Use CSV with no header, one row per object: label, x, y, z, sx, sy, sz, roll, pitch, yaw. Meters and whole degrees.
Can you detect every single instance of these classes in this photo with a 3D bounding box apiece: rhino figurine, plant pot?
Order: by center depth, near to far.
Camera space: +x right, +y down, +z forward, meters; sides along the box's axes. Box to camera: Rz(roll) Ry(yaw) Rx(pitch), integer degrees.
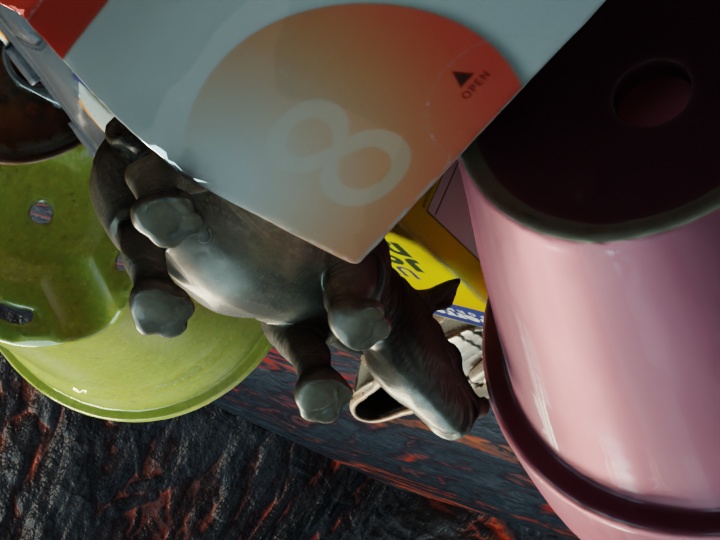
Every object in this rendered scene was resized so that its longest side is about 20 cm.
plant pot,0.121,-0.013,0.720,0.199,0.201,0.179,14,153,35
rhino figurine,-0.017,0.005,0.727,0.199,0.060,0.088,32,-156,-35
plant pot,-0.141,-0.022,1.069,0.199,0.202,0.184,19,179,9

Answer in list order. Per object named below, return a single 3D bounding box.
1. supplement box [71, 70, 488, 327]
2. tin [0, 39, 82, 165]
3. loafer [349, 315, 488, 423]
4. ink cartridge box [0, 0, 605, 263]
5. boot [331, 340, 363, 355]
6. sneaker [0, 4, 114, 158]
supplement box,0.000,-0.070,0.803,0.109,0.110,0.200,14,163,36
tin,-0.183,-0.128,0.855,0.199,0.112,0.042,38,177,-11
loafer,0.054,0.053,1.130,0.072,0.063,0.200,32,161,-18
ink cartridge box,-0.028,-0.103,0.605,0.199,0.162,0.050,25,-148,-34
boot,0.000,0.000,1.007,0.144,0.073,0.200,46,-170,25
sneaker,-0.098,-0.097,0.823,0.079,0.078,0.201,6,127,35
